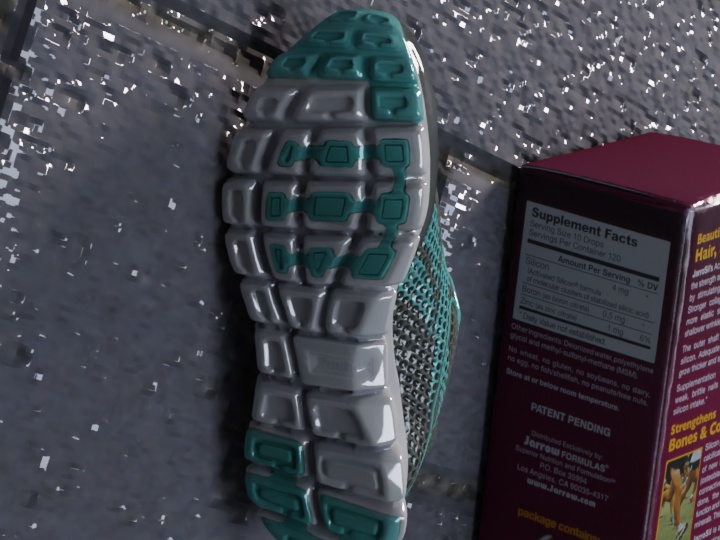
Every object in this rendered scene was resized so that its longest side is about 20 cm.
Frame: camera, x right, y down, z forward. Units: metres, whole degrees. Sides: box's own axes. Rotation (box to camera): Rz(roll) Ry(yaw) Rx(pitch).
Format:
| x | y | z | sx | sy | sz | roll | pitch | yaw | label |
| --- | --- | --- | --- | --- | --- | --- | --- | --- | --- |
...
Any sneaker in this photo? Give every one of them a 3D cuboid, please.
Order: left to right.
| x | y | z | sx | sy | sz | roll | pitch | yaw | label |
| --- | --- | --- | --- | --- | --- | --- | --- | --- | --- |
| 0.000 | 0.000 | 0.851 | 0.091 | 0.077 | 0.202 | -41 | 140 | -60 | sneaker |

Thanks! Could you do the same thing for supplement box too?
| x | y | z | sx | sy | sz | roll | pitch | yaw | label |
| --- | --- | --- | --- | --- | --- | --- | --- | --- | --- |
| 0.119 | 0.052 | 1.010 | 0.110 | 0.085 | 0.202 | -15 | 115 | -51 | supplement box |
